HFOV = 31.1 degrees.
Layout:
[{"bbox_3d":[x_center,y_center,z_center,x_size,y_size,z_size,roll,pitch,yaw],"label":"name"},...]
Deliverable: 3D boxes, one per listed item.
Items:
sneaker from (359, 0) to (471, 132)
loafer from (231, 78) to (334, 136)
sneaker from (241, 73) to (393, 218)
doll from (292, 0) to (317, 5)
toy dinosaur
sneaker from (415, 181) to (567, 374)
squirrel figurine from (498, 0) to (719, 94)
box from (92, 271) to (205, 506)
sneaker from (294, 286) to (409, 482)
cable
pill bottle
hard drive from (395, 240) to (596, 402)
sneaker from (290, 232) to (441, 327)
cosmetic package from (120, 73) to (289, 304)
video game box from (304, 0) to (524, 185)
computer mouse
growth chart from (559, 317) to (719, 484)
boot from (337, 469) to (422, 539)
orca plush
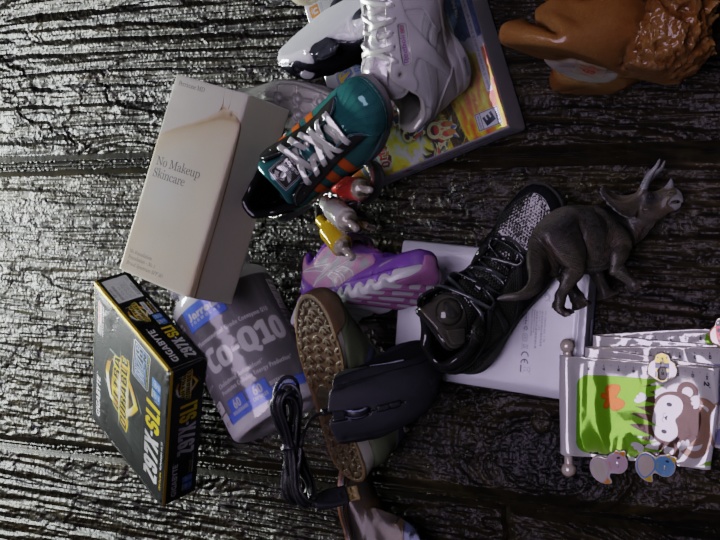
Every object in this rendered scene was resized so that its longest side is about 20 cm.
[{"bbox_3d":[0.035,-0.210,1.146,0.074,0.201,0.100,18,58,44],"label":"sneaker"},{"bbox_3d":[-0.081,-0.162,1.327,0.198,0.069,0.071,7,105,39],"label":"loafer"},{"bbox_3d":[-0.043,-0.103,1.188,0.072,0.080,0.200,51,139,4],"label":"sneaker"},{"bbox_3d":[0.014,-0.318,1.247,0.199,0.137,0.049,-34,102,5],"label":"doll"},{"bbox_3d":[0.194,-0.019,1.153,0.197,0.077,0.104,-19,88,-15],"label":"toy dinosaur"},{"bbox_3d":[0.118,0.012,1.180,0.076,0.114,0.201,38,107,20],"label":"sneaker"},{"bbox_3d":[0.233,-0.262,1.122,0.198,0.141,0.190,9,82,40],"label":"squirrel figurine"},{"bbox_3d":[-0.232,0.128,1.392,0.159,0.049,0.202,41,137,34],"label":"box"},{"bbox_3d":[-0.001,0.098,1.265,0.067,0.089,0.203,9,120,46],"label":"sneaker"},{"bbox_3d":[-0.042,-0.077,1.295,0.199,0.050,0.099,24,97,50],"label":"cable"},{"bbox_3d":[-0.126,0.066,1.352,0.113,0.113,0.202,-36,76,26],"label":"pill bottle"},{"bbox_3d":[0.128,0.046,1.254,0.197,0.025,0.134,7,96,30],"label":"hard drive"},{"bbox_3d":[0.000,0.000,1.281,0.199,0.080,0.090,-20,65,49],"label":"sneaker"},{"bbox_3d":[-0.154,-0.079,1.274,0.102,0.073,0.203,18,93,33],"label":"cosmetic package"},{"bbox_3d":[0.049,-0.203,1.276,0.180,0.047,0.203,-21,82,32],"label":"video game box"},{"bbox_3d":[0.010,0.151,1.210,0.046,0.198,0.143,20,117,52],"label":"computer mouse"},{"bbox_3d":[0.270,0.117,1.167,0.197,0.018,0.147,-9,90,21],"label":"growth chart"},{"bbox_3d":[0.025,0.255,1.316,0.095,0.075,0.204,-1,82,5],"label":"boot"},{"bbox_3d":[0.014,-0.235,1.250,0.199,0.106,0.071,-38,119,16],"label":"orca plush"}]
